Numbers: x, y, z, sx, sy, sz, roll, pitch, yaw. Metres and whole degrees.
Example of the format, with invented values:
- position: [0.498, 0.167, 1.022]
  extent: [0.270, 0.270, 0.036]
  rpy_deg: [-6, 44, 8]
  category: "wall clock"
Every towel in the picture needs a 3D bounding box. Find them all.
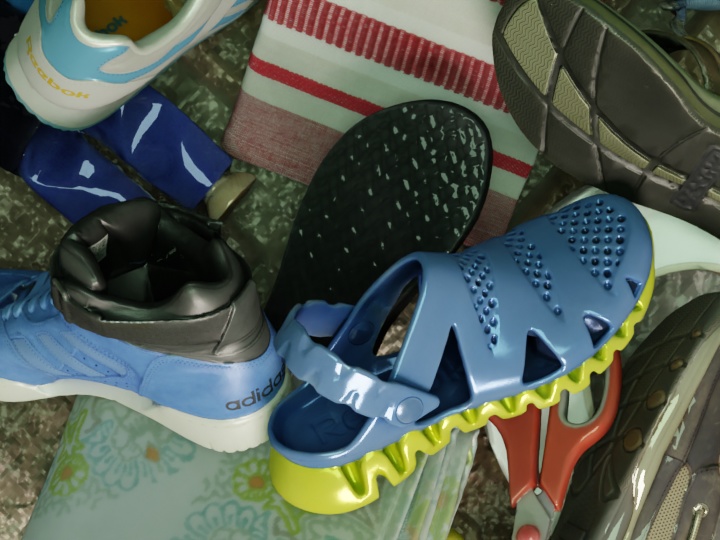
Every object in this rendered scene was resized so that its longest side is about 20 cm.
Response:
- position: [-0.059, 0.125, 1.132]
  extent: [0.199, 0.048, 0.172]
  rpy_deg: [7, 56, 21]
  category: "towel"
- position: [0.029, -0.112, 1.152]
  extent: [0.143, 0.023, 0.201]
  rpy_deg: [21, 124, -1]
  category: "towel"

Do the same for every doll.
- position: [-0.152, -0.074, 1.189]
  extent: [0.200, 0.048, 0.137]
  rpy_deg: [40, 104, 0]
  category: "doll"

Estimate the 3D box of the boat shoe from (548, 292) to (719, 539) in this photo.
- position: [0.133, 0.107, 1.119]
  extent: [0.073, 0.074, 0.201]
  rpy_deg: [25, 93, -15]
  category: "boat shoe"

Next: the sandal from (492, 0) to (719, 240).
- position: [0.144, -0.066, 1.117]
  extent: [0.200, 0.058, 0.080]
  rpy_deg: [30, 135, -15]
  category: "sandal"

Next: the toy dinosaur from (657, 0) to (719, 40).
- position: [0.168, -0.137, 1.175]
  extent: [0.181, 0.200, 0.106]
  rpy_deg: [1, 70, 38]
  category: "toy dinosaur"

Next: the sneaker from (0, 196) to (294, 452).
- position: [-0.126, 0.008, 1.134]
  extent: [0.199, 0.112, 0.077]
  rpy_deg: [16, 49, 28]
  category: "sneaker"

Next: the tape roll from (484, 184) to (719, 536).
- position: [0.155, 0.047, 1.181]
  extent: [0.201, 0.071, 0.204]
  rpy_deg: [0, 91, 1]
  category: "tape roll"

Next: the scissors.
- position: [0.081, 0.104, 1.093]
  extent: [0.073, 0.014, 0.201]
  rpy_deg: [-8, 59, 12]
  category: "scissors"

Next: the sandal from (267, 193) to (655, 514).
- position: [0.040, 0.024, 1.088]
  extent: [0.199, 0.079, 0.087]
  rpy_deg: [-33, 132, -10]
  category: "sandal"

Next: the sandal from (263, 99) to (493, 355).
- position: [-0.001, 0.000, 1.181]
  extent: [0.075, 0.048, 0.201]
  rpy_deg: [37, 115, 11]
  category: "sandal"

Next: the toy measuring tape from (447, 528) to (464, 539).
- position: [-0.048, 0.130, 1.182]
  extent: [0.199, 0.074, 0.074]
  rpy_deg: [4, 92, -1]
  category: "toy measuring tape"

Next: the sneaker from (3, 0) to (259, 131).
- position: [-0.076, -0.146, 1.145]
  extent: [0.076, 0.081, 0.200]
  rpy_deg: [42, 60, -6]
  category: "sneaker"
